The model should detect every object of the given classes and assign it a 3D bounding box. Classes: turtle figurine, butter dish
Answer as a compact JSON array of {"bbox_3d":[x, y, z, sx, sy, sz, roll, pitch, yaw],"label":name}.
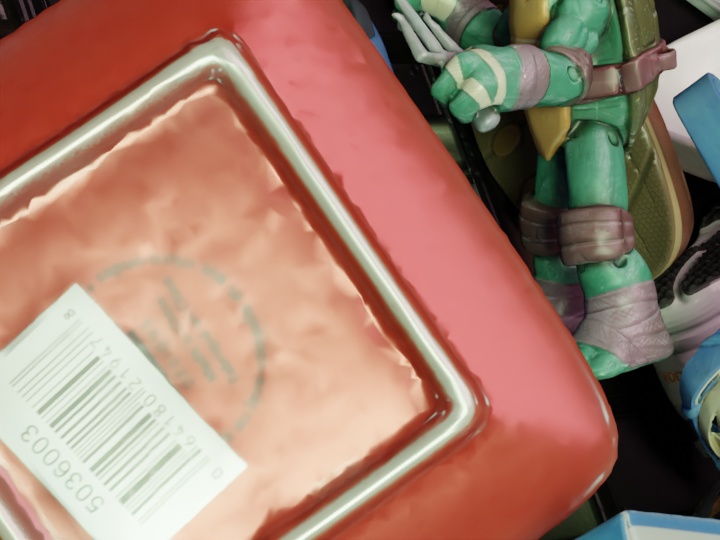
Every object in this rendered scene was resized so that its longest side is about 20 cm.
[{"bbox_3d":[0.060,-0.066,1.028,0.150,0.101,0.200,-76,155,-81],"label":"turtle figurine"},{"bbox_3d":[-0.061,0.032,0.862,0.199,0.148,0.200,-35,89,-11],"label":"butter dish"}]

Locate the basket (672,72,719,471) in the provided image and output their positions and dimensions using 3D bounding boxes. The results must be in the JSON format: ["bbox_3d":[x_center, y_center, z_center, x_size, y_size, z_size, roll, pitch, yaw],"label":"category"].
[{"bbox_3d":[0.187,0.033,1.030,0.176,0.139,0.200,39,23,-37],"label":"basket"}]

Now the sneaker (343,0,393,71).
[{"bbox_3d":[0.000,0.000,1.006,0.078,0.066,0.200,27,48,-47],"label":"sneaker"}]

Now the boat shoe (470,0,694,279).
[{"bbox_3d":[0.073,-0.089,1.128,0.068,0.072,0.200,-21,78,-51],"label":"boat shoe"}]

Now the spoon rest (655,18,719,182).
[{"bbox_3d":[0.182,-0.086,1.230,0.200,0.099,0.061,-31,132,-50],"label":"spoon rest"}]

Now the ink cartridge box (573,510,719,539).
[{"bbox_3d":[0.063,0.150,0.863,0.144,0.200,0.085,10,55,-43],"label":"ink cartridge box"}]

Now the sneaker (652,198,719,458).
[{"bbox_3d":[0.170,0.009,1.180,0.200,0.074,0.080,-34,106,-47],"label":"sneaker"}]

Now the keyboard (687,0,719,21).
[{"bbox_3d":[0.184,-0.115,1.310,0.200,0.011,0.056,32,46,-29],"label":"keyboard"}]

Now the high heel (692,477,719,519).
[{"bbox_3d":[0.199,0.158,1.114,0.142,0.071,0.200,-22,83,-41],"label":"high heel"}]
